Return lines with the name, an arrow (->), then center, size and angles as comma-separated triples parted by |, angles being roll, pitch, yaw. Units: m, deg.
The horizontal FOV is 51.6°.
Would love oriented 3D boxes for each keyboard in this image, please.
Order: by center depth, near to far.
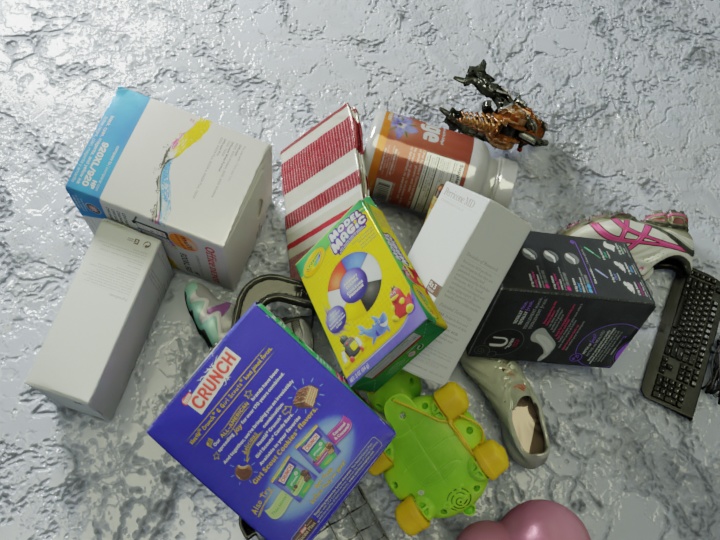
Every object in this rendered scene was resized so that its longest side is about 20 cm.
keyboard -> 0.443, 0.092, 0.972 | 0.102, 0.040, 0.203 | 24, 70, 4

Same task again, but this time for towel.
towel -> -0.046, -0.095, 0.944 | 0.023, 0.143, 0.204 | 18, 55, -44

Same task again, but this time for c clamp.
c clamp -> -0.078, 0.092, 0.856 | 0.195, 0.027, 0.175 | 8, 70, -9

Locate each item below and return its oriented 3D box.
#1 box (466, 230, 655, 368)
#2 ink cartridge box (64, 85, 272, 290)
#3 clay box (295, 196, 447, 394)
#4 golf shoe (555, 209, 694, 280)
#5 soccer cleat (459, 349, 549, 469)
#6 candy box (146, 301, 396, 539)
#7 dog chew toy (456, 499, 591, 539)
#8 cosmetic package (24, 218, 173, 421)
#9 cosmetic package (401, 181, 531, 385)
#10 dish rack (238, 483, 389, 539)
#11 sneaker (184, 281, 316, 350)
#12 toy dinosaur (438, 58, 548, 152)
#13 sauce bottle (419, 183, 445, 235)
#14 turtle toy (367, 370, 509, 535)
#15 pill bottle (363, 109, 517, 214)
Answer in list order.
box -> 0.227, 0.034, 0.898 | 0.195, 0.124, 0.107 | 6, 44, -14
ink cartridge box -> -0.221, -0.094, 0.909 | 0.196, 0.148, 0.147 | 20, 69, 2
clay box -> 0.001, 0.016, 0.811 | 0.115, 0.047, 0.202 | -43, 53, 20
golf shoe -> 0.353, -0.028, 0.988 | 0.195, 0.073, 0.094 | -3, 72, -8
soccer cleat -> 0.177, 0.139, 0.905 | 0.068, 0.078, 0.203 | -20, 73, -13
candy box -> -0.090, 0.162, 0.775 | 0.200, 0.077, 0.170 | 42, 84, -4
dog chew toy -> 0.155, 0.328, 0.817 | 0.195, 0.125, 0.127 | -12, 71, -1
cosmetic package -> -0.295, 0.061, 0.864 | 0.080, 0.113, 0.203 | 19, 67, 2
cosmetic package -> 0.095, 0.012, 0.828 | 0.073, 0.102, 0.203 | 23, 97, -27
dish rack -> -0.029, 0.323, 0.828 | 0.151, 0.055, 0.202 | -27, 75, -14
sneaker -> -0.112, 0.070, 0.905 | 0.139, 0.078, 0.201 | -37, 87, -19
toy dinosaur -> 0.185, -0.207, 0.993 | 0.135, 0.199, 0.103 | 40, 97, 24
sauce bottle -> 0.092, -0.001, 0.912 | 0.065, 0.066, 0.204 | 18, 99, 1
turtle toy -> 0.074, 0.192, 0.859 | 0.145, 0.101, 0.202 | -35, 78, 7
pill bottle -> 0.100, -0.129, 0.976 | 0.196, 0.112, 0.114 | 17, 69, -1
